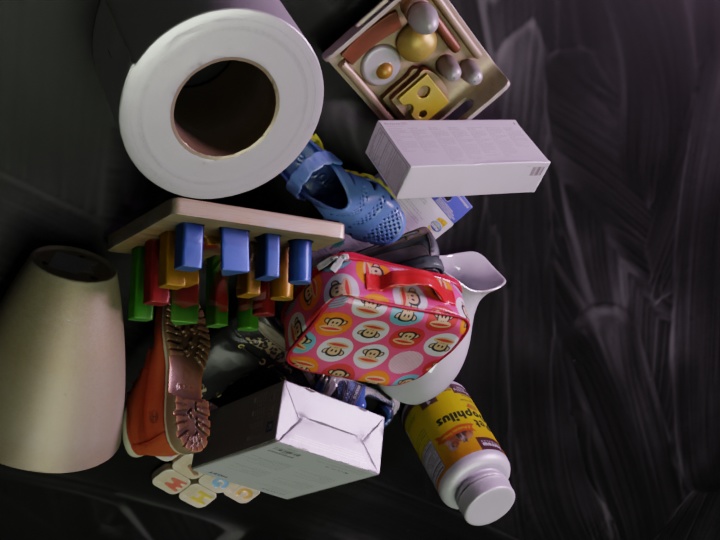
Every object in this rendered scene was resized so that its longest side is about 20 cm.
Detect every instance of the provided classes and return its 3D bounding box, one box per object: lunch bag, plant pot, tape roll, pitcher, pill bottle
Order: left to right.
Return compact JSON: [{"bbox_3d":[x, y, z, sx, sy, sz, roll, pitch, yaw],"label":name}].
[{"bbox_3d":[-0.333,0.082,1.186,0.185,0.187,0.202,5,112,-30],"label":"plant pot"},{"bbox_3d":[-0.150,-0.191,1.058,0.200,0.140,0.204,-15,133,-16],"label":"tape roll"},{"bbox_3d":[0.022,0.053,1.252,0.198,0.083,0.176,13,138,-28],"label":"lunch bag"},{"bbox_3d":[0.074,0.069,1.405,0.170,0.122,0.201,12,118,-36],"label":"pitcher"},{"bbox_3d":[0.141,0.259,1.544,0.108,0.201,0.110,-14,133,-16],"label":"pill bottle"}]

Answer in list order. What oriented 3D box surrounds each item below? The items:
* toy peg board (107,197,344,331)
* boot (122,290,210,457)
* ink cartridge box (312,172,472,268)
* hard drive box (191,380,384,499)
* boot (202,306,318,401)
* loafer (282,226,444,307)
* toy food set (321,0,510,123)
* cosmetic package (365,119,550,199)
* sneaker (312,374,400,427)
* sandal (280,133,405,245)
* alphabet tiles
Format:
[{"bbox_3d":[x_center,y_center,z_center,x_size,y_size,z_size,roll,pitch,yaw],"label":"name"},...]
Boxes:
[{"bbox_3d":[-0.149,0.003,1.175,0.198,0.099,0.198,7,167,-31],"label":"toy peg board"},{"bbox_3d":[-0.235,0.120,1.270,0.106,0.202,0.075,-17,152,32],"label":"boot"},{"bbox_3d":[0.029,-0.055,1.334,0.199,0.042,0.119,-37,134,10],"label":"ink cartridge box"},{"bbox_3d":[-0.092,0.215,1.348,0.155,0.078,0.199,25,148,-31],"label":"hard drive box"},{"bbox_3d":[-0.145,0.122,1.373,0.149,0.074,0.200,-28,144,5],"label":"boot"},{"bbox_3d":[0.000,0.000,1.306,0.198,0.064,0.072,-13,156,6],"label":"loafer"},{"bbox_3d":[0.065,-0.221,1.196,0.143,0.061,0.200,-40,134,8],"label":"toy food set"},{"bbox_3d":[0.111,-0.127,1.230,0.198,0.083,0.051,-5,138,-32],"label":"cosmetic package"},{"bbox_3d":[0.010,0.186,1.445,0.078,0.085,0.199,-61,151,5],"label":"sneaker"},{"bbox_3d":[-0.026,-0.085,1.222,0.199,0.087,0.080,32,105,-29],"label":"sandal"},{"bbox_3d":[-0.184,0.252,1.474,0.199,0.015,0.195,-37,128,18],"label":"alphabet tiles"}]
